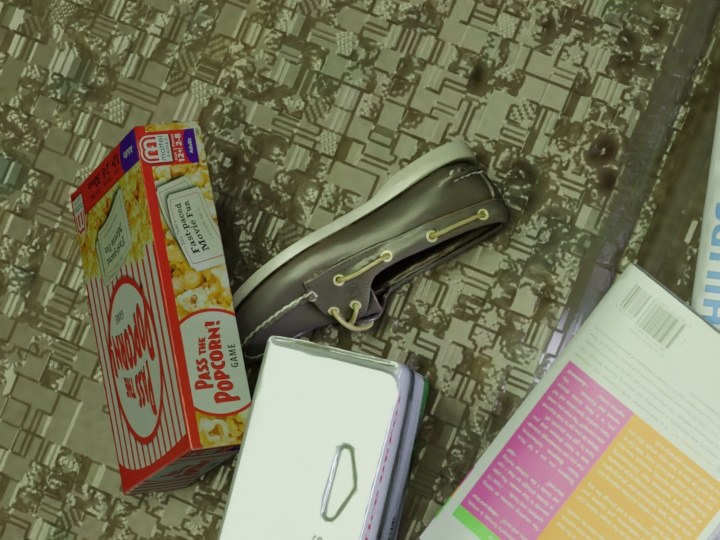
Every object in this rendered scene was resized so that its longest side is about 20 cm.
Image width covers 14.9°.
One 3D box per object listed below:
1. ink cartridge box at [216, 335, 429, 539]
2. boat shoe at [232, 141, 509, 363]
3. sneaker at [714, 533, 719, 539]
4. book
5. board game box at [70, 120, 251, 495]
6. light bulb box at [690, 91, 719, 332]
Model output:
[{"bbox_3d":[-0.020,0.120,1.625,0.084,0.200,0.147,13,86,7],"label":"ink cartridge box"},{"bbox_3d":[0.000,0.000,1.713,0.200,0.072,0.060,-35,72,1],"label":"boat shoe"},{"bbox_3d":[0.226,0.160,1.624,0.198,0.080,0.130,-10,70,4],"label":"sneaker"},{"bbox_3d":[0.144,0.115,1.556,0.133,0.048,0.200,40,97,14],"label":"book"},{"bbox_3d":[-0.123,0.026,1.700,0.046,0.151,0.201,-7,77,-23],"label":"board game box"},{"bbox_3d":[0.306,-0.024,1.608,0.199,0.125,0.199,7,84,16],"label":"light bulb box"}]
